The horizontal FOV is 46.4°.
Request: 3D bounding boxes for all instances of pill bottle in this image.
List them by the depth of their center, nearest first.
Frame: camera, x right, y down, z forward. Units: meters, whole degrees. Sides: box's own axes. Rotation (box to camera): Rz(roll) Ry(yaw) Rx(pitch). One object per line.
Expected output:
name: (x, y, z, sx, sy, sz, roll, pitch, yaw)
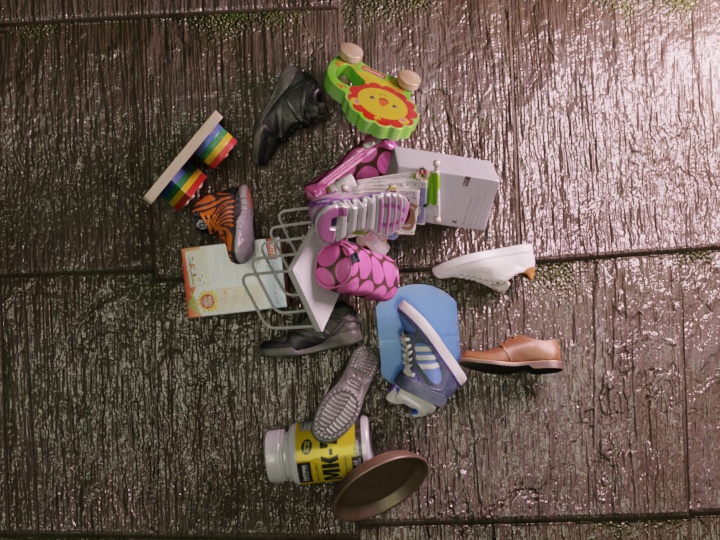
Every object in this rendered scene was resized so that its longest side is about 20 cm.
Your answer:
pill bottle: (-0.076, 0.342, 1.588, 0.196, 0.114, 0.117, -7, 89, 3)

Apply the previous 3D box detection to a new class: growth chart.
growth chart: (0.054, -0.113, 1.504, 0.196, 0.018, 0.147, -13, 124, -2)

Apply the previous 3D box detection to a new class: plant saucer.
plant saucer: (0.034, 0.397, 1.561, 0.198, 0.201, 0.030, -32, 52, 2)

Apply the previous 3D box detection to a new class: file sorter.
file sorter: (-0.112, -0.006, 1.524, 0.122, 0.201, 0.140, -6, 127, 26)

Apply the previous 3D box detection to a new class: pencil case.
pencil case: (0.000, 0.000, 1.512, 0.089, 0.199, 0.096, -5, 79, 26)
pencil case: (-0.017, -0.185, 1.590, 0.199, 0.094, 0.091, -41, 83, 2)

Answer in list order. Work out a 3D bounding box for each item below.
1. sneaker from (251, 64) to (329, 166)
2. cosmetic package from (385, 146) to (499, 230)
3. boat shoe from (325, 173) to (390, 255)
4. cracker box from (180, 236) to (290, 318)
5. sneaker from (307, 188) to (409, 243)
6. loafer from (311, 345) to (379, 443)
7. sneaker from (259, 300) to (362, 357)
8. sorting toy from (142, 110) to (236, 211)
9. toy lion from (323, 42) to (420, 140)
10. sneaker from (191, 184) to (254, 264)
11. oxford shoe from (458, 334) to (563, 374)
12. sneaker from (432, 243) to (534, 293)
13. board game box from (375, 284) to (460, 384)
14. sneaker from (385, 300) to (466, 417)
sneaker: (-0.132, -0.282, 1.612, 0.113, 0.076, 0.202, 26, 86, 9)
cosmetic package: (0.144, -0.151, 1.553, 0.196, 0.082, 0.114, 4, 124, -12)
boat shoe: (0.013, -0.100, 1.559, 0.069, 0.200, 0.071, -36, 44, 5)
cracker box: (-0.239, 0.014, 1.625, 0.196, 0.058, 0.137, -6, 89, 4)
sneaker: (-0.008, -0.105, 1.444, 0.197, 0.088, 0.082, -9, 119, -32)
loafer: (-0.029, 0.236, 1.568, 0.075, 0.070, 0.201, 35, 64, -1)
sneaker: (-0.102, 0.103, 1.604, 0.196, 0.076, 0.117, -14, 87, 0)
sorting toy: (-0.308, -0.198, 1.566, 0.069, 0.199, 0.201, 40, 92, -13)
toy lion: (0.019, -0.320, 1.551, 0.197, 0.193, 0.069, 26, 133, 3)
sneaker: (-0.260, -0.077, 1.581, 0.110, 0.202, 0.078, -12, 130, 5)
oxford shoe: (0.283, 0.159, 1.601, 0.196, 0.071, 0.073, 0, 72, -3)
sneaker: (0.237, 0.006, 1.593, 0.196, 0.073, 0.086, -10, 87, 1)
board game box: (0.111, 0.126, 1.619, 0.155, 0.039, 0.204, -6, 95, -2)
sneaker: (0.091, 0.176, 1.560, 0.146, 0.081, 0.201, -38, 100, -3)
